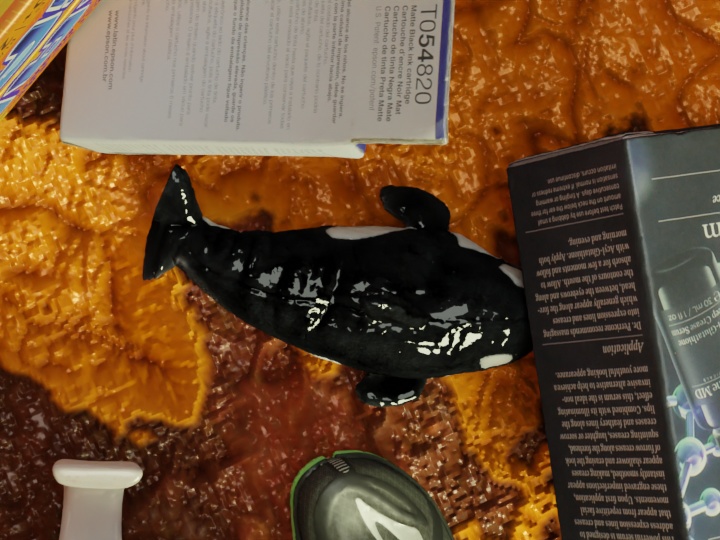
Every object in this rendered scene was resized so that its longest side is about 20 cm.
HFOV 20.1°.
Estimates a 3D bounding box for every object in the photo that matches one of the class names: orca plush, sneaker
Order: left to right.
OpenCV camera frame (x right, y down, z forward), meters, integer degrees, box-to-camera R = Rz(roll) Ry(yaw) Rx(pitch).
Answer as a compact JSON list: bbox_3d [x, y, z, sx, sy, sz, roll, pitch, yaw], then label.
[{"bbox_3d":[0.000,0.000,0.955,0.199,0.071,0.106,28,83,-7],"label":"orca plush"},{"bbox_3d":[0.030,0.174,0.945,0.076,0.084,0.201,-26,92,-10],"label":"sneaker"}]

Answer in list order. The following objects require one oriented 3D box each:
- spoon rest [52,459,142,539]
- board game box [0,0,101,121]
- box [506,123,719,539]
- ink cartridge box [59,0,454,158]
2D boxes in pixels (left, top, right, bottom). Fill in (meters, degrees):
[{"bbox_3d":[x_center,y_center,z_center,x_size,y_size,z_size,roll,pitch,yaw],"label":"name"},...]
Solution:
[{"bbox_3d":[-0.126,0.180,0.940,0.099,0.061,0.201,4,100,-8],"label":"spoon rest"},{"bbox_3d":[-0.208,-0.158,0.833,0.200,0.200,0.200,42,104,-5],"label":"board game box"},{"bbox_3d":[0.168,0.034,0.947,0.148,0.107,0.201,-9,89,-27],"label":"box"},{"bbox_3d":[-0.038,-0.151,0.922,0.199,0.041,0.201,3,86,26],"label":"ink cartridge box"}]
